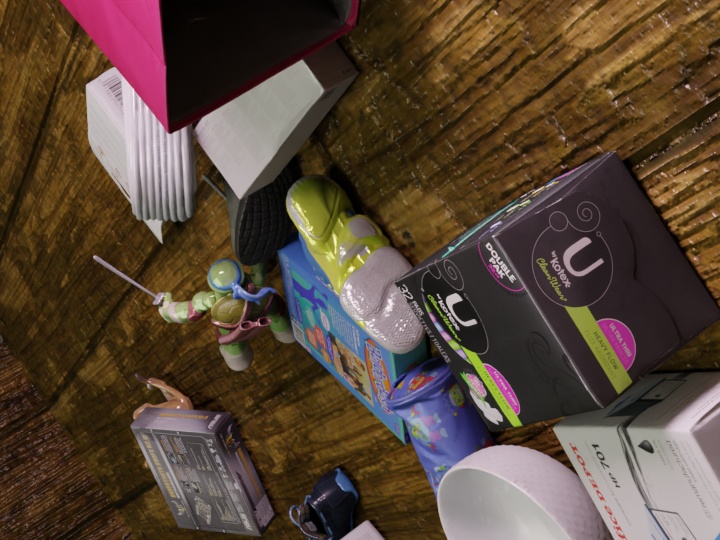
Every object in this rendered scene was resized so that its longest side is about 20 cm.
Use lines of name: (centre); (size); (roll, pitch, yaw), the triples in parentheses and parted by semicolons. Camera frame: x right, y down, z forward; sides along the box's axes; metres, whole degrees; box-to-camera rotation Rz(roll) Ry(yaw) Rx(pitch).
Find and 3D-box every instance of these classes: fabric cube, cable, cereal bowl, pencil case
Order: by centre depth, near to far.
fabric cube: (-0.131, -0.273, 1.353); (0.199, 0.196, 0.200); (51, 159, 21)
cereal bowl: (0.169, 0.240, 1.556); (0.200, 0.083, 0.200); (35, 146, 29)
pencil case: (0.094, 0.183, 1.662); (0.087, 0.078, 0.200); (-13, 110, 43)
cable: (-0.202, -0.147, 1.688); (0.200, 0.069, 0.200); (-157, 64, -82)

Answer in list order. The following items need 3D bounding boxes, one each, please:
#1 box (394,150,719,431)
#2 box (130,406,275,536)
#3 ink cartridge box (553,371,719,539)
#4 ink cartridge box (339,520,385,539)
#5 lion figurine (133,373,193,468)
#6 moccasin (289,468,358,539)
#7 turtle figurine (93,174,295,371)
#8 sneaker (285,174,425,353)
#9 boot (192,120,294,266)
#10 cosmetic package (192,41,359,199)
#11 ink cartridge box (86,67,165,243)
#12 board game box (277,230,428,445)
box: (0.141, 0.021, 1.269); (0.149, 0.124, 0.200); (57, 158, -3)
box: (-0.228, 0.293, 2.476); (0.158, 0.048, 0.200); (0, 125, 34)
ink cartridge box: (0.253, 0.157, 1.275); (0.147, 0.086, 0.200); (60, 157, -7)
ink cartridge box: (0.013, 0.437, 2.104); (0.200, 0.145, 0.083); (49, 158, 20)
lion figurine: (-0.272, 0.247, 2.562); (0.122, 0.072, 0.200); (6, 123, 35)
moccasin: (-0.054, 0.309, 2.178); (0.080, 0.068, 0.200); (48, 157, 22)
turtle figurine: (-0.148, 0.010, 1.863); (0.200, 0.144, 0.194); (21, 157, 26)
sneaker: (0.000, 0.000, 1.641); (0.200, 0.076, 0.105); (59, 172, 15)
boot: (-0.125, -0.116, 1.733); (0.131, 0.068, 0.200); (41, 138, 44)
cosmetic package: (-0.080, -0.152, 1.548); (0.083, 0.051, 0.200); (53, 143, 6)
ink cartridge box: (-0.269, -0.135, 2.066); (0.160, 0.047, 0.200); (52, 164, 11)
board game box: (-0.005, 0.067, 1.760); (0.200, 0.045, 0.152); (42, 154, 36)
